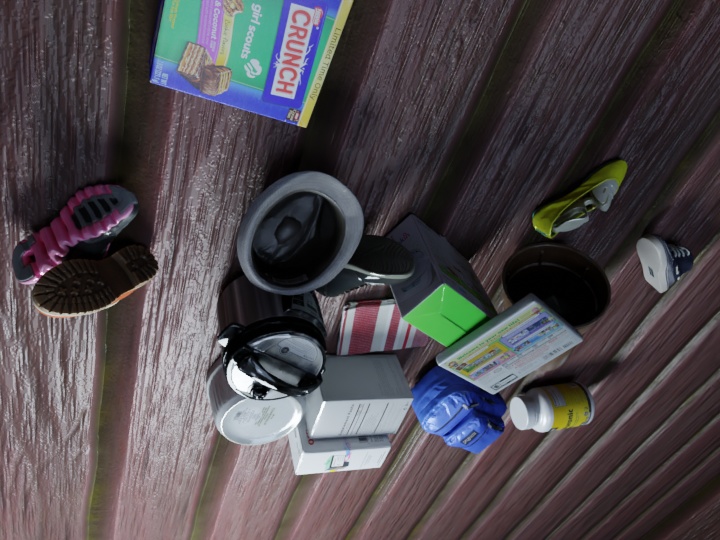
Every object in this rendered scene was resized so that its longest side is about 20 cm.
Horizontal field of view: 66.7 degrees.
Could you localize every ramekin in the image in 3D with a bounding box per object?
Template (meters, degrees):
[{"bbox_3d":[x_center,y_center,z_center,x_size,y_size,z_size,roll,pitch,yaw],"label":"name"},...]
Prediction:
[{"bbox_3d":[-0.197,0.248,1.064,0.196,0.106,0.203,-11,133,-11],"label":"ramekin"}]

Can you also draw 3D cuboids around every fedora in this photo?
[{"bbox_3d":[-0.098,-0.063,0.828,0.175,0.090,0.201,31,101,-30],"label":"fedora"}]

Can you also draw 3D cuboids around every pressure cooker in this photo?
[{"bbox_3d":[-0.144,0.116,0.902,0.172,0.202,0.181,-7,132,-14],"label":"pressure cooker"}]

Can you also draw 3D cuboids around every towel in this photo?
[{"bbox_3d":[0.053,0.111,1.098,0.196,0.023,0.146,-4,133,-15],"label":"towel"}]

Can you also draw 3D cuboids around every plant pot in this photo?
[{"bbox_3d":[0.366,0.087,1.090,0.196,0.202,0.200,-14,141,-8],"label":"plant pot"}]

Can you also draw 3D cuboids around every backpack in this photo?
[{"bbox_3d":[0.222,0.307,1.237,0.198,0.169,0.163,29,109,-33],"label":"backpack"}]

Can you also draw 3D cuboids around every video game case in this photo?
[{"bbox_3d":[0.257,0.133,0.940,0.199,0.022,0.181,-39,132,25],"label":"video game case"}]

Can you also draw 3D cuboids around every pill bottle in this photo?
[{"bbox_3d":[0.494,0.357,1.420,0.196,0.112,0.113,-4,131,-17],"label":"pill bottle"}]

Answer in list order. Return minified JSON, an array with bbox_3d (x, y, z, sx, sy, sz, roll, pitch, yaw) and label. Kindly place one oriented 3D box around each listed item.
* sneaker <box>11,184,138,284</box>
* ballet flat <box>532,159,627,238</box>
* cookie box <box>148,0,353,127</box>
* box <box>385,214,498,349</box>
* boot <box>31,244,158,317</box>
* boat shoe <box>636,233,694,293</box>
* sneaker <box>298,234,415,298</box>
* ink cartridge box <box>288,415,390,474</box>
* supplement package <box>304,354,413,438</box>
[{"bbox_3d":[-0.385,-0.044,0.772,0.198,0.080,0.095,-32,157,7],"label":"sneaker"},{"bbox_3d":[0.410,-0.123,0.997,0.198,0.068,0.067,-32,133,8],"label":"ballet flat"},{"bbox_3d":[-0.131,-0.283,0.643,0.197,0.076,0.173,9,125,-28],"label":"cookie box"},{"bbox_3d":[0.140,0.028,0.949,0.096,0.178,0.199,-40,132,20],"label":"box"},{"bbox_3d":[-0.383,0.032,0.766,0.106,0.200,0.076,-31,91,22],"label":"boot"},{"bbox_3d":[0.658,-0.036,1.173,0.092,0.075,0.200,-38,140,5],"label":"boat shoe"},{"bbox_3d":[0.000,0.000,0.914,0.196,0.076,0.107,10,145,19],"label":"sneaker"},{"bbox_3d":[-0.053,0.345,1.175,0.196,0.146,0.085,4,129,-24],"label":"ink cartridge box"},{"bbox_3d":[-0.013,0.258,1.131,0.196,0.122,0.121,4,127,-23],"label":"supplement package"}]
